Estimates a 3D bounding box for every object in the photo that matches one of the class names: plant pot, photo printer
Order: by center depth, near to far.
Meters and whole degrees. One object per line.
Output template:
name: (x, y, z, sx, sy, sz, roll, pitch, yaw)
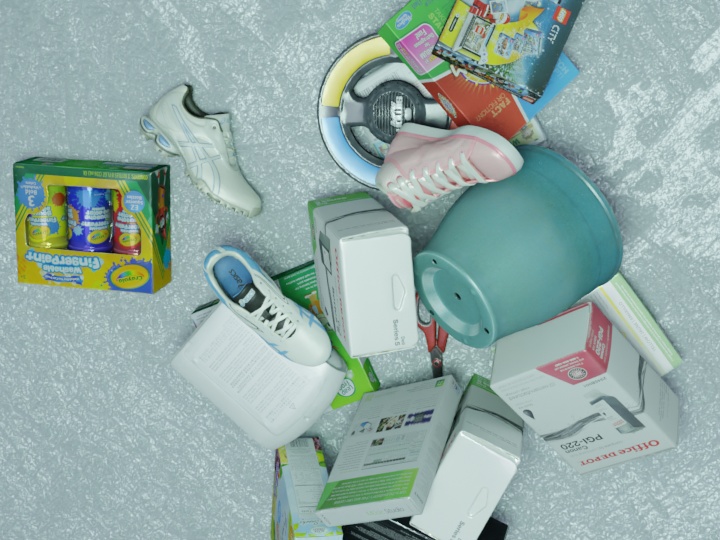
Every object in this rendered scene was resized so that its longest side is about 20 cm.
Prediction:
plant pot: (0.170, -0.014, 1.250, 0.188, 0.200, 0.200, -37, 96, -25)
photo printer: (-0.128, 0.126, 1.408, 0.200, 0.069, 0.167, 41, 106, -1)

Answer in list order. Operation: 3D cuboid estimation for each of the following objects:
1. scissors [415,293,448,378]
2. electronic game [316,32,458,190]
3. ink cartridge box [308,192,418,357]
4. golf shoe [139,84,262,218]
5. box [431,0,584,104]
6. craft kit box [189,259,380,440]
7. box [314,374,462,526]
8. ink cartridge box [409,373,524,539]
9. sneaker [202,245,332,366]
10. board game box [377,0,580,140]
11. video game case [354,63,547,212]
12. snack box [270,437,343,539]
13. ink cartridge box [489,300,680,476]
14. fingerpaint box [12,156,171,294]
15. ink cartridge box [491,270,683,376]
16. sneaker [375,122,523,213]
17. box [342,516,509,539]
scissors: (0.096, 0.111, 1.436, 0.073, 0.014, 0.201, 11, 107, 6)
electronic game: (0.043, -0.196, 1.328, 0.199, 0.042, 0.201, 2, 103, 10)
ink cartridge box: (0.000, 0.000, 1.290, 0.084, 0.200, 0.146, -9, 107, -10)
golf shoe: (-0.191, -0.156, 1.394, 0.200, 0.078, 0.097, 43, 102, -3)
box: (0.185, -0.314, 1.245, 0.136, 0.038, 0.201, 26, 82, -4)
craft kit box: (-0.103, 0.109, 1.458, 0.199, 0.049, 0.198, -22, 102, 16)
box: (0.037, 0.222, 1.324, 0.144, 0.200, 0.036, -17, 121, 35)
ink cartridge box: (0.141, 0.240, 1.359, 0.084, 0.200, 0.146, 27, 107, 3)
sneaker: (-0.118, 0.048, 1.319, 0.200, 0.072, 0.072, 43, 101, 2)
board game box: (0.143, -0.260, 1.278, 0.153, 0.040, 0.200, -43, 96, -12)
video game case: (0.105, -0.197, 1.350, 0.199, 0.022, 0.183, -28, 97, 15)
snack box: (-0.075, 0.347, 1.411, 0.067, 0.200, 0.169, -2, 117, -13)
ink cartridge box: (0.274, 0.149, 1.302, 0.145, 0.085, 0.200, -27, 122, 37)
fingerpaint box: (-0.363, -0.062, 1.449, 0.199, 0.073, 0.168, 5, 105, 10)
ink cartridge box: (0.289, 0.109, 1.379, 0.200, 0.048, 0.146, -36, 96, 15)
sneaker: (0.093, -0.108, 1.224, 0.075, 0.200, 0.105, 44, 73, -36)
box: (0.079, 0.359, 1.438, 0.199, 0.079, 0.141, 26, 136, 4)
